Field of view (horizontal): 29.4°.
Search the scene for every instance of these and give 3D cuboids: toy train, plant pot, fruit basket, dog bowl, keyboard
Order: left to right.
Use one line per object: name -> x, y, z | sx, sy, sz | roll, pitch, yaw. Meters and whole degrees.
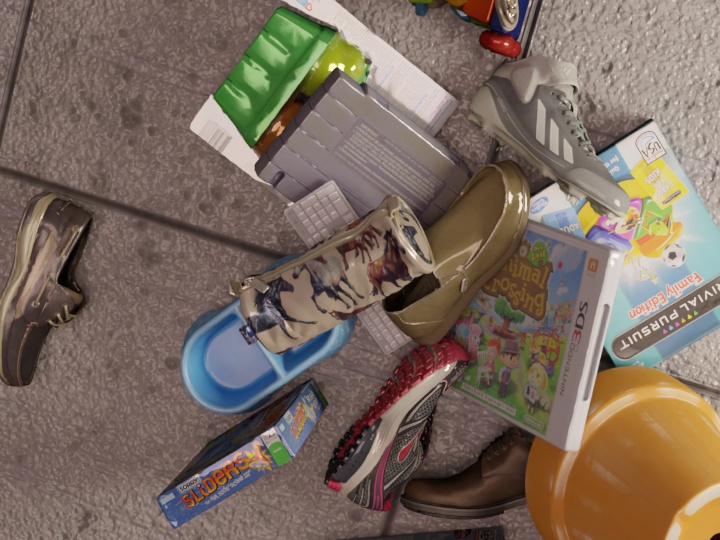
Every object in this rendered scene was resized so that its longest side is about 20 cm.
dog bowl -> -0.097, 0.068, 1.372 | 0.199, 0.050, 0.112 | -35, 91, 10
fruit basket -> -0.036, -0.153, 1.330 | 0.199, 0.094, 0.186 | 35, 101, -14
keyboard -> 0.000, 0.000, 1.323 | 0.056, 0.011, 0.201 | -28, 122, 12
toy train -> 0.093, -0.250, 1.233 | 0.114, 0.200, 0.086 | 17, 99, 9
plant pot -> 0.275, 0.211, 1.238 | 0.197, 0.183, 0.204 | -5, 107, -18

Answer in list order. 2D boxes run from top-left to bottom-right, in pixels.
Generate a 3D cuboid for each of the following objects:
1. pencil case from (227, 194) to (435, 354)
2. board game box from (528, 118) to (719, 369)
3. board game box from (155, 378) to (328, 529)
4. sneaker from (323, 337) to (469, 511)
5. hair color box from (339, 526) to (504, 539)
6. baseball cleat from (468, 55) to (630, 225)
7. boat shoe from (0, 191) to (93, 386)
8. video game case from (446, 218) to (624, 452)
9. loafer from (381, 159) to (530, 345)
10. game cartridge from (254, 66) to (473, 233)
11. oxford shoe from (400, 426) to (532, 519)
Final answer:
pencil case -> -0.024, 0.003, 1.266 | 0.198, 0.079, 0.089 | -29, 137, 23
board game box -> 0.266, -0.019, 1.314 | 0.150, 0.047, 0.202 | -32, 92, 10
board game box -> -0.108, 0.171, 1.309 | 0.134, 0.200, 0.035 | -32, 92, 10
sneaker -> 0.045, 0.150, 1.351 | 0.074, 0.081, 0.201 | 33, 114, -9
hair color box -> 0.052, 0.322, 1.378 | 0.197, 0.061, 0.101 | -6, 96, 8
baseball cleat -> 0.187, -0.133, 1.268 | 0.199, 0.070, 0.107 | 40, 97, 29
boat shoe -> -0.318, 0.025, 1.383 | 0.072, 0.075, 0.203 | 15, 100, 5
video game case -> 0.153, 0.048, 1.280 | 0.022, 0.199, 0.185 | 6, 101, -34
loafer -> 0.088, -0.017, 1.288 | 0.067, 0.076, 0.202 | 15, 112, -40
game cartridge -> 0.013, -0.089, 1.301 | 0.199, 0.038, 0.130 | 35, 102, -27
oxford shoe -> 0.134, 0.197, 1.351 | 0.197, 0.073, 0.086 | -8, 94, -4
